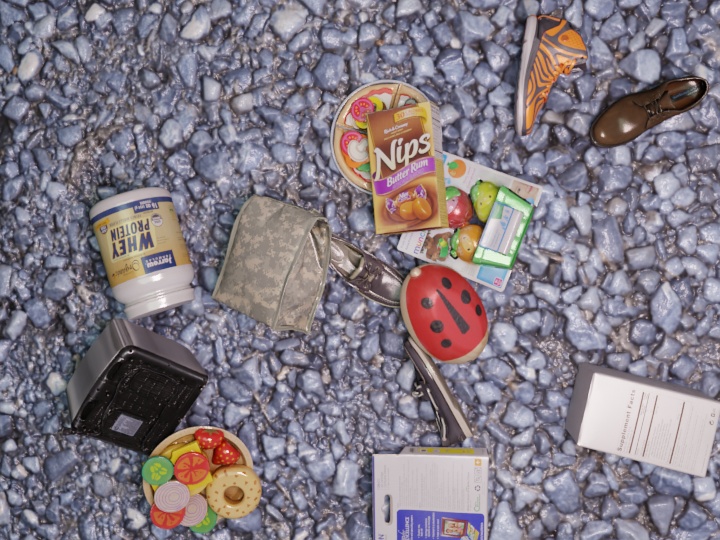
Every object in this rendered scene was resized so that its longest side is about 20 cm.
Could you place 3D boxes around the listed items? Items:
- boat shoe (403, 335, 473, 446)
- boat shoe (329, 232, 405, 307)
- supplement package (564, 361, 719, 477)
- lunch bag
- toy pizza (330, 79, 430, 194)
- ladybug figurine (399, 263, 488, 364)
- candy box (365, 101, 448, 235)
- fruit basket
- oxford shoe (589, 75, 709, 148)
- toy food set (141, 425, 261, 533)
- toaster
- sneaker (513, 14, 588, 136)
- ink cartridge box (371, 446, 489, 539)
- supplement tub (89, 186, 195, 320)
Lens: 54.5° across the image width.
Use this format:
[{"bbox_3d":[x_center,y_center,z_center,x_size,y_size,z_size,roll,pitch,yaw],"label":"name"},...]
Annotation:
[{"bbox_3d":[0.119,0.209,1.193,0.062,0.073,0.202,-30,93,9],"label":"boat shoe"},{"bbox_3d":[0.000,0.000,1.207,0.199,0.065,0.072,36,95,5],"label":"boat shoe"},{"bbox_3d":[0.448,0.235,1.128,0.196,0.121,0.122,13,93,7],"label":"supplement package"},{"bbox_3d":[-0.139,-0.018,1.175,0.162,0.117,0.203,21,95,35],"label":"lunch bag"},{"bbox_3d":[0.043,-0.231,1.215,0.196,0.032,0.204,0,91,7],"label":"toy pizza"},{"bbox_3d":[0.145,0.075,1.155,0.136,0.072,0.200,-45,111,-9],"label":"ladybug figurine"},{"bbox_3d":[0.077,-0.165,1.155,0.115,0.056,0.204,-6,88,24],"label":"candy box"},{"bbox_3d":[0.180,-0.087,1.172,0.197,0.094,0.188,23,94,9],"label":"fruit basket"},{"bbox_3d":[0.468,-0.265,1.138,0.198,0.084,0.074,-28,89,8],"label":"oxford shoe"},{"bbox_3d":[-0.282,0.367,1.221,0.195,0.049,0.203,-21,112,-9],"label":"toy food set"},{"bbox_3d":[-0.393,0.203,1.199,0.199,0.119,0.182,32,96,-39],"label":"toaster"},{"bbox_3d":[0.317,-0.321,1.158,0.110,0.078,0.204,9,92,8],"label":"sneaker"},{"bbox_3d":[0.120,0.404,1.201,0.196,0.047,0.202,1,99,8],"label":"ink cartridge box"},{"bbox_3d":[-0.372,-0.028,1.212,0.142,0.144,0.203,-18,89,7],"label":"supplement tub"}]
